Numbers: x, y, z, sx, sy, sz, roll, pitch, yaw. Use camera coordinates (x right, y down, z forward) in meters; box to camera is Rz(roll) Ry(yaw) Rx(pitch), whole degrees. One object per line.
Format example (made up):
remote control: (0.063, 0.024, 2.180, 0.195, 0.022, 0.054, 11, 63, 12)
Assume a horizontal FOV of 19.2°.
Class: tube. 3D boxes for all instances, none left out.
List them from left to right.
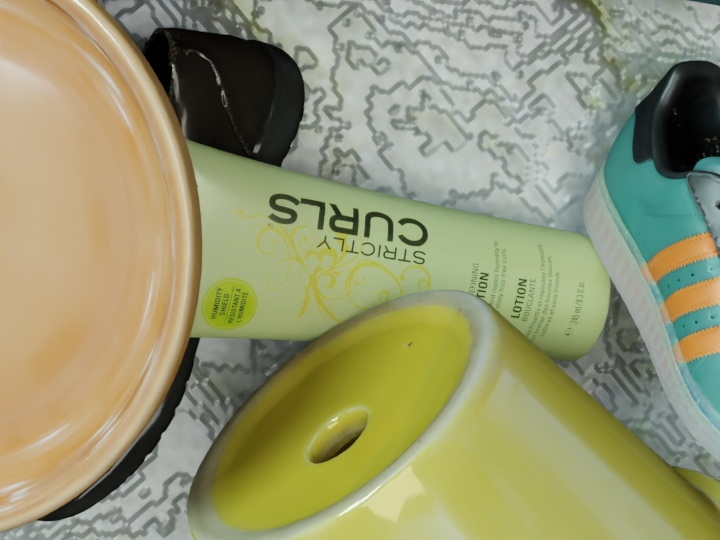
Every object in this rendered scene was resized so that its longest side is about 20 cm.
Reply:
tube: (0.000, 0.000, 0.794, 0.199, 0.052, 0.058, 9, 56, -27)

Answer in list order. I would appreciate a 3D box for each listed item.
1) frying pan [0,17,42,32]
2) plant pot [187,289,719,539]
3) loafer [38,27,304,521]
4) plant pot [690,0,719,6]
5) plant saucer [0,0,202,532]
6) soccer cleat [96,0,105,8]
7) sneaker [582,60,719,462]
frying pan: (-0.151, -0.155, 0.731, 0.189, 0.031, 0.115, 31, 96, 19)
plant pot: (0.042, 0.118, 0.757, 0.200, 0.201, 0.189, -38, 112, 0)
loafer: (-0.095, -0.005, 0.799, 0.071, 0.073, 0.201, 27, 85, -37)
plant pot: (0.059, -0.191, 0.746, 0.195, 0.200, 0.202, 4, 98, 2)
plant saucer: (-0.143, -0.012, 0.703, 0.199, 0.037, 0.202, 2, 98, 17)
soccer cleat: (-0.190, -0.076, 0.773, 0.199, 0.073, 0.069, -12, 58, -2)
sneaker: (0.144, 0.003, 0.767, 0.071, 0.200, 0.080, -4, 133, -27)
